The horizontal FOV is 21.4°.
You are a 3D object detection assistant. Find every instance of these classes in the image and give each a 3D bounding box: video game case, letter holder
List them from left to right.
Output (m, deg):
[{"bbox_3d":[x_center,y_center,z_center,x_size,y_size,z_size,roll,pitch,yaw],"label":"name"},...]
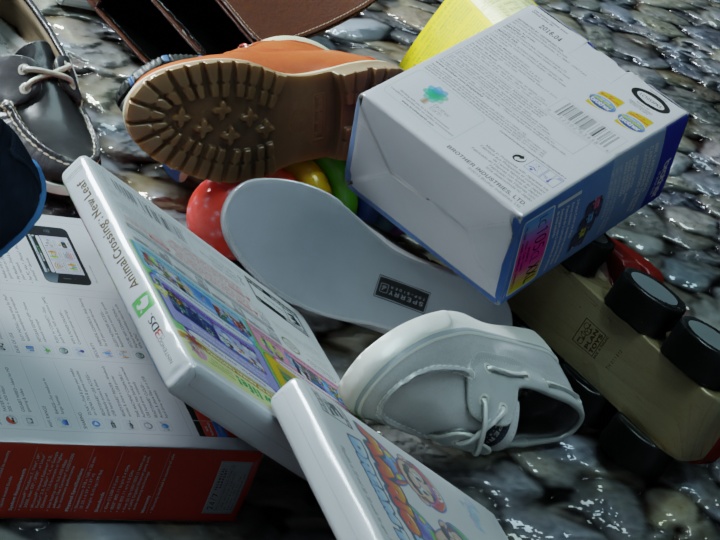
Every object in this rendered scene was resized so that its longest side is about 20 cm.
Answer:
[{"bbox_3d":[-0.063,0.042,1.012,0.200,0.022,0.182,39,12,-44],"label":"video game case"},{"bbox_3d":[-0.076,-0.212,1.413,0.142,0.101,0.200,48,42,5],"label":"letter holder"},{"bbox_3d":[0.049,0.157,0.914,0.182,0.024,0.201,38,14,-42],"label":"video game case"}]

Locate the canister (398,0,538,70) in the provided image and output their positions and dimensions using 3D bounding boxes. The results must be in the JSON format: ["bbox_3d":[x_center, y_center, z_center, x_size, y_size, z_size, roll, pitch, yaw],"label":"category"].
[{"bbox_3d":[0.111,-0.109,1.367,0.086,0.149,0.200,23,21,-41],"label":"canister"}]

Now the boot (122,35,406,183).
[{"bbox_3d":[-0.071,-0.108,1.197,0.198,0.076,0.107,-5,25,-34],"label":"boot"}]

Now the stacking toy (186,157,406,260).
[{"bbox_3d":[-0.032,-0.051,1.232,0.199,0.086,0.085,-14,46,-45],"label":"stacking toy"}]

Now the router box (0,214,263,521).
[{"bbox_3d":[-0.167,0.043,0.987,0.178,0.049,0.201,6,33,-32],"label":"router box"}]

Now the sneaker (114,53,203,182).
[{"bbox_3d":[-0.076,-0.096,1.294,0.199,0.076,0.078,-7,63,-44],"label":"sneaker"}]

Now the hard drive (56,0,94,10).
[{"bbox_3d":[-0.157,-0.232,1.490,0.198,0.026,0.132,6,34,-32],"label":"hard drive"}]

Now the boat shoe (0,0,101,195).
[{"bbox_3d":[-0.212,-0.122,1.220,0.073,0.061,0.200,6,34,-34],"label":"boat shoe"}]

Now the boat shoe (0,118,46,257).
[{"bbox_3d":[-0.238,-0.002,0.899,0.084,0.069,0.201,16,55,33],"label":"boat shoe"}]

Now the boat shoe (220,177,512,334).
[{"bbox_3d":[0.000,0.000,1.174,0.198,0.071,0.066,21,-3,-17],"label":"boat shoe"}]

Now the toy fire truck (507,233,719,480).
[{"bbox_3d":[0.207,0.036,1.247,0.176,0.129,0.199,43,21,31],"label":"toy fire truck"}]

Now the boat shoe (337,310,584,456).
[{"bbox_3d":[0.064,0.075,1.096,0.069,0.072,0.199,49,17,28],"label":"boat shoe"}]

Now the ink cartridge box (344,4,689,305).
[{"bbox_3d":[0.107,-0.082,1.183,0.136,0.077,0.199,39,50,24],"label":"ink cartridge box"}]
